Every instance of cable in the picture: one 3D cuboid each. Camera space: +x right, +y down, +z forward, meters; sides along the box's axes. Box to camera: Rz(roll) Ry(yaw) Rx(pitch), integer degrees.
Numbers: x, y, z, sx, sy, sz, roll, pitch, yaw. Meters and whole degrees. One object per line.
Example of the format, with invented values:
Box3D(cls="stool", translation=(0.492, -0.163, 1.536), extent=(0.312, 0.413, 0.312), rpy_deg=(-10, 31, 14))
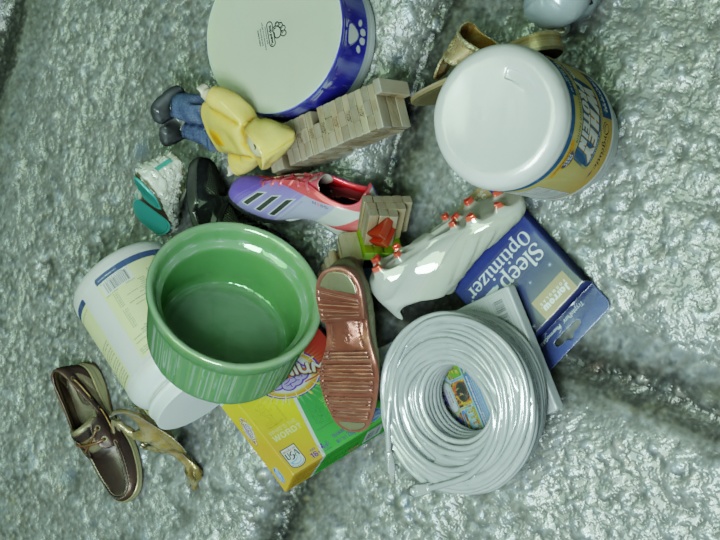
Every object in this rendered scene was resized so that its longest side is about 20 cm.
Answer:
Box3D(cls="cable", translation=(0.111, 0.142, 1.422), extent=(0.199, 0.069, 0.202), rpy_deg=(-6, 91, 36))

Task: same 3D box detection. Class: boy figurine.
Box3D(cls="boy figurine", translation=(-0.158, -0.161, 1.567), extent=(0.199, 0.064, 0.125), rpy_deg=(22, 138, 36))

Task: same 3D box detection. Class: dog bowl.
Box3D(cls="dog bowl", translation=(-0.086, -0.281, 1.582), extent=(0.198, 0.079, 0.202), rpy_deg=(-1, 89, 30))

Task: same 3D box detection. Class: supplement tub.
Box3D(cls="supplement tub", translation=(-0.250, 0.081, 1.628), extent=(0.145, 0.145, 0.201), rpy_deg=(-44, 69, 21))
Box3D(cls="supplement tub", translation=(0.179, -0.149, 1.358), extent=(0.143, 0.199, 0.146), rpy_deg=(-1, 89, 29))

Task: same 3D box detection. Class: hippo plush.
Box3D(cls="hippo plush", translation=(0.175, -0.319, 1.406), extent=(0.159, 0.200, 0.161), rpy_deg=(-37, 95, 24))

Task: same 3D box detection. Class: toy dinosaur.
Box3D(cls="toy dinosaur", translation=(-0.261, 0.198, 1.636), extent=(0.101, 0.200, 0.058), rpy_deg=(19, 67, 43))

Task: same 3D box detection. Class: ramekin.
Box3D(cls="ramekin", translation=(-0.149, 0.053, 1.484), extent=(0.200, 0.199, 0.098), rpy_deg=(49, 145, 21))

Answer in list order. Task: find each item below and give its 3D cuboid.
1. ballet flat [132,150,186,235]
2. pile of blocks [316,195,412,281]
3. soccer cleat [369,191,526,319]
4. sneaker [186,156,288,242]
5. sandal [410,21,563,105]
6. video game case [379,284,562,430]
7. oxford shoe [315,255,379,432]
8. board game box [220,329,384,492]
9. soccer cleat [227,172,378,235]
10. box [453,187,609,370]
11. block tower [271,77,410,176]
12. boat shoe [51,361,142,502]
Box3D(cls="ballet flat", translation=(-0.243, -0.097, 1.634), extent=(0.071, 0.200, 0.073), rpy_deg=(2, 77, -9))
Box3D(cls="pile of blocks", translation=(0.000, 0.000, 1.516), extent=(0.200, 0.082, 0.062), rpy_deg=(-51, 35, 33))
Box3D(cls="soccer cleat", translation=(0.102, -0.019, 1.447), extent=(0.199, 0.069, 0.078), rpy_deg=(-30, 110, 15))
Box3D(cls="sneaker", translation=(-0.148, -0.055, 1.617), extent=(0.113, 0.076, 0.201), rpy_deg=(-20, 73, 17))
Box3D(cls="sandal", translation=(0.134, -0.243, 1.439), extent=(0.211, 0.077, 0.070), rpy_deg=(-16, 80, 48))
Box3D(cls="video game case", translation=(0.118, 0.119, 1.467), extent=(0.199, 0.018, 0.144), rpy_deg=(-28, 80, 36))
Box3D(cls="oxford shoe", translation=(-0.005, 0.082, 1.470), extent=(0.070, 0.074, 0.202), rpy_deg=(4, 110, 15))
Box3D(cls="board game box", translation=(-0.084, 0.138, 1.529), extent=(0.200, 0.152, 0.040), rpy_deg=(48, 144, 20))
Box3D(cls="soccer cleat", translation=(-0.067, -0.091, 1.548), extent=(0.198, 0.074, 0.068), rpy_deg=(14, 51, 18))
Box3D(cls="box", translation=(0.170, 0.007, 1.456), extent=(0.121, 0.032, 0.200), rpy_deg=(-49, 68, 20))
Box3D(cls="block tower", translation=(-0.030, -0.164, 1.540), extent=(0.199, 0.054, 0.058), rpy_deg=(-21, 79, 39))
Box3D(cls="boat shoe", translation=(-0.353, 0.214, 1.724), extent=(0.072, 0.072, 0.201), rpy_deg=(-31, 74, 25))
